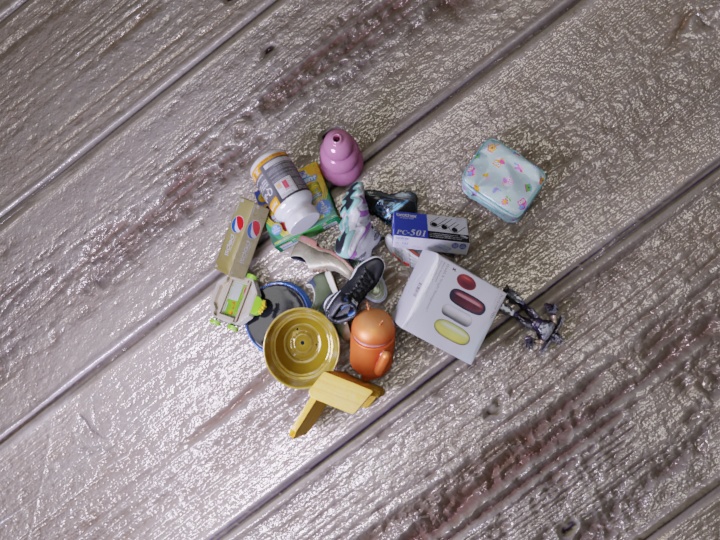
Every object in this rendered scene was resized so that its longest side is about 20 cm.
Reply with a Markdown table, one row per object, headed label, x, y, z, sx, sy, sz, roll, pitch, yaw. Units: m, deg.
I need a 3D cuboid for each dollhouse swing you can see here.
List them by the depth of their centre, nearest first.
| label | x | y | z | sx | sy | sz | roll | pitch | yaw |
| --- | --- | --- | --- | --- | --- | --- | --- | --- | --- |
| dollhouse swing | -0.053 | 0.349 | 1.410 | 0.177 | 0.200 | 0.181 | 18 | 83 | 12 |

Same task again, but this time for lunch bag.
| label | x | y | z | sx | sy | sz | roll | pitch | yaw |
| --- | --- | --- | --- | --- | --- | --- | --- | --- | --- |
| lunch bag | 0.364 | -0.231 | 1.496 | 0.198 | 0.077 | 0.162 | 35 | 89 | 13 |

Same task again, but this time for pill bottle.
| label | x | y | z | sx | sy | sz | roll | pitch | yaw |
| --- | --- | --- | --- | --- | --- | --- | --- | --- | --- |
| pill bottle | -0.194 | -0.202 | 1.491 | 0.115 | 0.116 | 0.203 | -33 | 77 | 3 |

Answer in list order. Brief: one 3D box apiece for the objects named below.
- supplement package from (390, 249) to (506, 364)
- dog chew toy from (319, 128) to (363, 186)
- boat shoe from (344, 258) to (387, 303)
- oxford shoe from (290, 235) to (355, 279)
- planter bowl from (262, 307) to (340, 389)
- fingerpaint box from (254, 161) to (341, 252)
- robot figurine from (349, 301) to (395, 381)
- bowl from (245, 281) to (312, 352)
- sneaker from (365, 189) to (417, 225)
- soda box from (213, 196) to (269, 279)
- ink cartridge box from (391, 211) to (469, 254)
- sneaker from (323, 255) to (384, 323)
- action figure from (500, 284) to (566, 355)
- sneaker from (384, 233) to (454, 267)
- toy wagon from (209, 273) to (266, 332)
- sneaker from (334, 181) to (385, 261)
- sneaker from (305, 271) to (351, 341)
| label | x | y | z | sx | sy | sz | roll | pitch | yaw |
| --- | --- | --- | --- | --- | --- | --- | --- | --- | --- |
| supplement package | 0.209 | 0.085 | 1.395 | 0.196 | 0.147 | 0.196 | 26 | 92 | -10 |
| dog chew toy | -0.054 | -0.304 | 1.512 | 0.120 | 0.200 | 0.129 | -1 | 78 | 3 |
| boat shoe | 0.000 | 0.000 | 1.528 | 0.071 | 0.062 | 0.202 | -37 | 77 | 2 |
| oxford shoe | -0.097 | -0.016 | 1.510 | 0.196 | 0.071 | 0.075 | 28 | 73 | 25 |
| planter bowl | -0.151 | 0.193 | 1.478 | 0.193 | 0.083 | 0.208 | 0 | 93 | -5 |
| fingerpaint box | -0.172 | -0.175 | 1.579 | 0.195 | 0.073 | 0.171 | -24 | 77 | 5 |
| robot figurine | 0.031 | 0.182 | 1.429 | 0.113 | 0.145 | 0.205 | 10 | 125 | 10 |
| bowl | -0.223 | 0.130 | 1.557 | 0.194 | 0.039 | 0.208 | -2 | 80 | 9 |
| sneaker | 0.056 | -0.168 | 1.539 | 0.193 | 0.073 | 0.085 | 0 | 80 | 10 |
| soda box | -0.316 | -0.085 | 1.529 | 0.063 | 0.067 | 0.206 | 20 | 90 | 32 |
| ink cartridge box | 0.178 | -0.097 | 1.479 | 0.193 | 0.045 | 0.096 | 5 | 46 | -3 |
| sneaker | -0.005 | 0.058 | 1.420 | 0.200 | 0.112 | 0.073 | -45 | 109 | 4 |
| action figure | 0.428 | 0.124 | 1.433 | 0.198 | 0.070 | 0.132 | 35 | 79 | 9 |
| sneaker | 0.158 | -0.054 | 1.516 | 0.196 | 0.078 | 0.083 | 29 | 66 | 8 |
| toy wagon | -0.324 | 0.085 | 1.548 | 0.195 | 0.039 | 0.160 | 13 | 77 | 31 |
| sneaker | 0.013 | -0.118 | 1.503 | 0.137 | 0.077 | 0.207 | 18 | 80 | -30 |
| sneaker | -0.087 | 0.103 | 1.525 | 0.087 | 0.067 | 0.205 | -21 | 71 | 3 |
